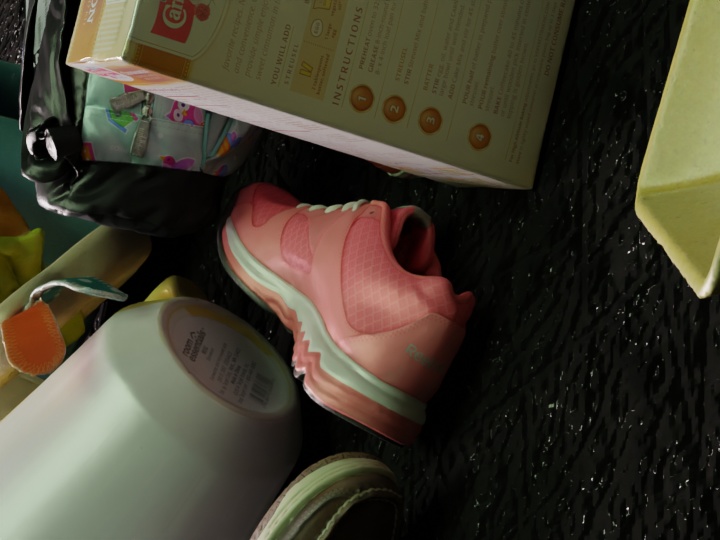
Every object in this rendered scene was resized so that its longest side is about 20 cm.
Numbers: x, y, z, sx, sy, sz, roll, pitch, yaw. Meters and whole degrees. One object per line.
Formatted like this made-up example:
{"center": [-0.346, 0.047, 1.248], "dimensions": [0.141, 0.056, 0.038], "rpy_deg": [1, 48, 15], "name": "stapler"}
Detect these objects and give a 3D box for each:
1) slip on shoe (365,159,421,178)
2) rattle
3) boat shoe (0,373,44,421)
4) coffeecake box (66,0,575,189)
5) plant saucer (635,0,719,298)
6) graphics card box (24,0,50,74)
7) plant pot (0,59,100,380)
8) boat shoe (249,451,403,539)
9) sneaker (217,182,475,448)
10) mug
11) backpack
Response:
{"center": [-0.003, -0.124, 1.101], "dimensions": [0.074, 0.061, 0.201], "rpy_deg": [-57, 30, 34], "name": "slip on shoe"}
{"center": [-0.184, -0.014, 1.140], "dimensions": [0.200, 0.129, 0.144], "rpy_deg": [-30, -84, -84], "name": "rattle"}
{"center": [-0.204, 0.094, 1.255], "dimensions": [0.060, 0.199, 0.072], "rpy_deg": [-57, -3, 39], "name": "boat shoe"}
{"center": [-0.008, -0.134, 0.959], "dimensions": [0.073, 0.199, 0.155], "rpy_deg": [6, 81, 63], "name": "coffeecake box"}
{"center": [0.149, -0.097, 0.738], "dimensions": [0.200, 0.048, 0.202], "rpy_deg": [-82, 8, -80], "name": "plant saucer"}
{"center": [-0.132, -0.168, 1.300], "dimensions": [0.051, 0.125, 0.201], "rpy_deg": [-42, 41, 36], "name": "graphics card box"}
{"center": [-0.214, -0.009, 1.329], "dimensions": [0.141, 0.140, 0.202], "rpy_deg": [-81, 5, -74], "name": "plant pot"}
{"center": [-0.021, 0.178, 0.979], "dimensions": [0.075, 0.074, 0.203], "rpy_deg": [48, 126, 44], "name": "boat shoe"}
{"center": [0.000, 0.000, 1.040], "dimensions": [0.087, 0.074, 0.200], "rpy_deg": [-53, 35, 11], "name": "sneaker"}
{"center": [-0.115, 0.082, 1.115], "dimensions": [0.153, 0.149, 0.187], "rpy_deg": [-51, 54, 25], "name": "mug"}
{"center": [-0.097, -0.123, 1.108], "dimensions": [0.167, 0.126, 0.202], "rpy_deg": [-155, 78, -74], "name": "backpack"}
